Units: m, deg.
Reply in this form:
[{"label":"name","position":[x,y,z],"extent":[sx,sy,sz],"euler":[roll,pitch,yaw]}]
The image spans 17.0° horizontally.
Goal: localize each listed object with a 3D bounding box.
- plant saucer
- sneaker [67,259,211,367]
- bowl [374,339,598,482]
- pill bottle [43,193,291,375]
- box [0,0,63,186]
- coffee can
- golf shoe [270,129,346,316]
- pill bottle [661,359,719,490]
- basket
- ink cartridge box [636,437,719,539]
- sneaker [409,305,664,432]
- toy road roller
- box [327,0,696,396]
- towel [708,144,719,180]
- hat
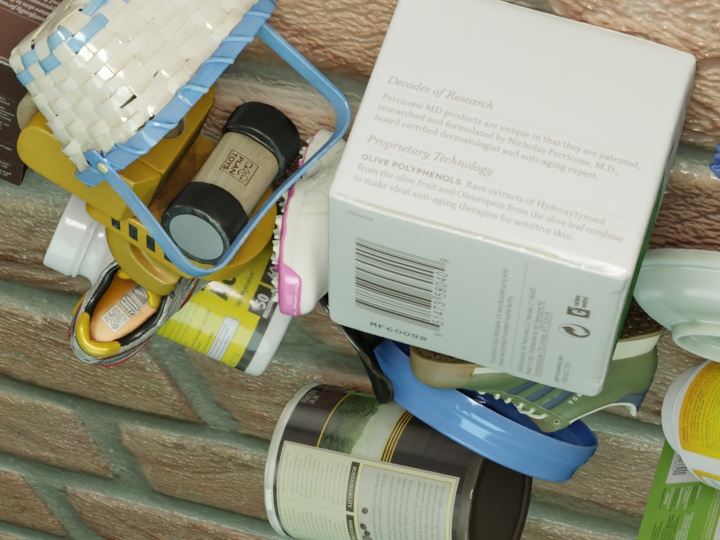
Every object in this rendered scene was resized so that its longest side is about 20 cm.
[{"label":"plant saucer","position":[0.277,0.036,1.699],"extent":[0.200,0.050,0.200],"euler":[12,169,2]},{"label":"sneaker","position":[-0.147,-0.003,1.855],"extent":[0.078,0.200,0.082],"euler":[39,179,-3]},{"label":"bowl","position":[0.094,0.106,1.937],"extent":[0.201,0.039,0.201],"euler":[28,-171,-5]},{"label":"pill bottle","position":[-0.150,-0.002,1.952],"extent":[0.200,0.111,0.111],"euler":[23,156,-5]},{"label":"box","position":[-0.281,-0.148,1.806],"extent":[0.100,0.075,0.200],"euler":[23,157,-2]},{"label":"coffee can","position":[0.035,0.187,2.150],"extent":[0.200,0.146,0.146],"euler":[10,153,24]},{"label":"golf shoe","position":[-0.010,-0.035,1.702],"extent":[0.091,0.200,0.075],"euler":[8,126,7]},{"label":"pill bottle","position":[0.308,0.119,1.798],"extent":[0.109,0.109,0.200],"euler":[32,171,-23]},{"label":"basket","position":[-0.118,-0.120,1.618],"extent":[0.200,0.176,0.139],"euler":[47,150,-8]},{"label":"ink cartridge box","position":[0.326,0.230,2.001],"extent":[0.200,0.148,0.076],"euler":[36,151,-32]},{"label":"sneaker","position":[0.134,0.087,1.829],"extent":[0.200,0.067,0.090],"euler":[-7,120,-16]},{"label":"toy road roller","position":[-0.155,-0.069,1.748],"extent":[0.200,0.123,0.146],"euler":[33,142,-2]},{"label":"box","position":[0.095,-0.051,1.575],"extent":[0.200,0.171,0.199],"euler":[15,155,7]},{"label":"towel","position":[0.342,-0.036,1.596],"extent":[0.145,0.024,0.200],"euler":[-9,144,46]},{"label":"hat","position":[0.000,0.000,1.833],"extent":[0.201,0.081,0.201],"euler":[59,177,5]}]
